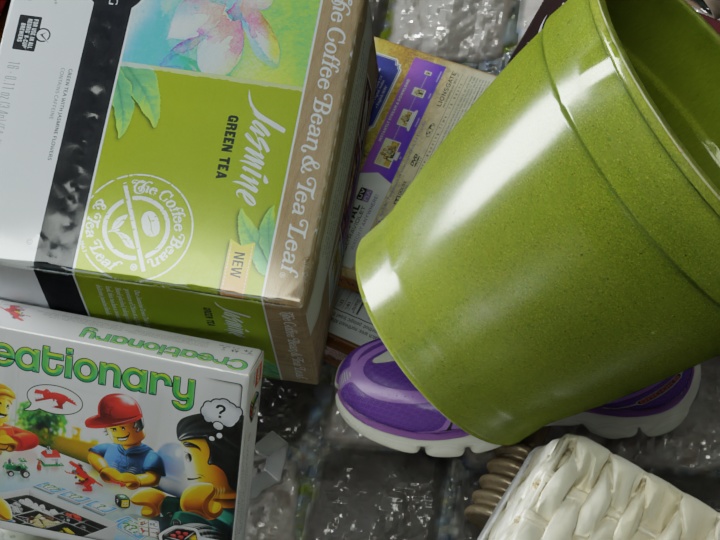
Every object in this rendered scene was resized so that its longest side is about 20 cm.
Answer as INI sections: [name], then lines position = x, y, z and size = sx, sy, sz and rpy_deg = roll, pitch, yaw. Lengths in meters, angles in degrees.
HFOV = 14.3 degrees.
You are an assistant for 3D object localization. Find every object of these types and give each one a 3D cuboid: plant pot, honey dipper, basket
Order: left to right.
[honey dipper]
position = 0.116, 0.057, 1.606
size = 0.038, 0.038, 0.200
rpy_deg = 20, 70, 21
[basket]
position = 0.108, 0.195, 1.480
size = 0.136, 0.123, 0.200
rpy_deg = 29, 75, 3
[plant pot]
position = 0.109, -0.016, 1.419
size = 0.193, 0.200, 0.200
rpy_deg = -38, 61, 22

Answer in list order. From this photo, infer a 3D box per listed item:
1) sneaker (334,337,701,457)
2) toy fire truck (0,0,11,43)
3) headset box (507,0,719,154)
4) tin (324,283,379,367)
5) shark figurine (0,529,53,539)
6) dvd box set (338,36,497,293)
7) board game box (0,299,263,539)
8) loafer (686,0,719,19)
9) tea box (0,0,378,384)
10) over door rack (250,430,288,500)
[sneaker]
position = 0.083, 0.045, 1.552
size = 0.200, 0.083, 0.081
rpy_deg = -6, 55, 8
[toy fire truck]
position = -0.205, -0.169, 1.707
size = 0.112, 0.168, 0.200
rpy_deg = 10, 70, 18
[headset box]
position = 0.195, -0.075, 1.580
size = 0.200, 0.149, 0.077
rpy_deg = 23, 76, 23
[tin]
position = 0.000, 0.000, 1.658
size = 0.200, 0.042, 0.112
rpy_deg = 23, 78, 21
[shark figurine]
position = -0.253, 0.198, 1.600
size = 0.089, 0.214, 0.128
rpy_deg = -14, 94, 48
[dvd box set]
position = -0.033, -0.074, 1.660
size = 0.200, 0.029, 0.146
rpy_deg = 19, 74, 20
[board game box]
position = -0.157, 0.085, 1.544
size = 0.200, 0.126, 0.035
rpy_deg = 10, 27, 8
[loafer]
position = 0.144, -0.212, 1.698
size = 0.200, 0.072, 0.063
rpy_deg = 25, 81, 20
[tea box]
position = -0.102, -0.062, 1.569
size = 0.197, 0.134, 0.200
rpy_deg = 8, 70, 5
[over door rack]
position = -0.065, 0.208, 1.574
size = 0.148, 0.067, 0.200
rpy_deg = 38, 66, 24
